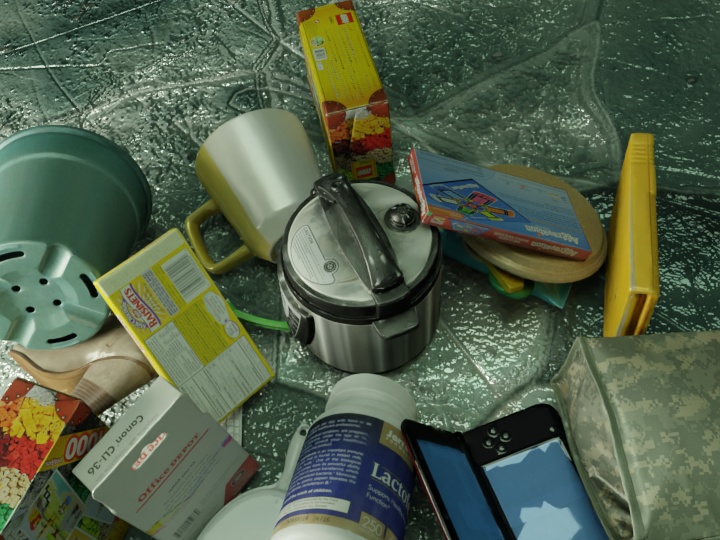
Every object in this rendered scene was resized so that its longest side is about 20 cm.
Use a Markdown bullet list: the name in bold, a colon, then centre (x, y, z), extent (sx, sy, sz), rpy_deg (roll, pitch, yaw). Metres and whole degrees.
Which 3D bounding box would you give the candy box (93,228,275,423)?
- **candy box**: centre (-0.183, 0.066, 0.829), extent (0.102, 0.200, 0.026), rpy_deg (-38, 18, -24)

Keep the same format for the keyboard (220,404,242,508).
- **keyboard**: centre (-0.158, 0.170, 0.861), extent (0.056, 0.011, 0.200), rpy_deg (-7, 56, 3)

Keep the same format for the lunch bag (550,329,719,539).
- **lunch bag**: centre (0.293, 0.166, 0.734), extent (0.164, 0.118, 0.200), rpy_deg (-3, 53, -8)

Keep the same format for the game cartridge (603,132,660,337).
- **game cartridge**: centre (0.288, -0.015, 0.829), extent (0.032, 0.176, 0.200), rpy_deg (7, 58, 12)

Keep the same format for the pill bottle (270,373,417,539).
- **pill bottle**: centre (-0.007, 0.201, 0.738), extent (0.115, 0.116, 0.200), rpy_deg (6, 40, 11)

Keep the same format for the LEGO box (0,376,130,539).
- **LEGO box**: centre (-0.292, 0.216, 0.732), extent (0.077, 0.200, 0.149), rpy_deg (14, 60, 16)

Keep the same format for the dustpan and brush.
- **dustpan and brush**: centre (-0.084, 0.244, 0.784), extent (0.139, 0.057, 0.200), rpy_deg (16, 65, 3)

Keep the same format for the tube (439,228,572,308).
- **tube**: centre (0.159, -0.021, 0.932), extent (0.200, 0.050, 0.078), rpy_deg (24, 60, 15)

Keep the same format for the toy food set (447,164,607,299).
- **toy food set**: centre (0.191, -0.055, 0.910), extent (0.198, 0.049, 0.200), rpy_deg (-11, 52, -26)

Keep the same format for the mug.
- **mug**: centre (-0.114, -0.081, 0.971), extent (0.149, 0.187, 0.153), rpy_deg (-9, 58, -39)

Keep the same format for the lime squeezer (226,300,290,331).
- **lime squeezer**: centre (-0.181, 0.076, 0.914), extent (0.200, 0.038, 0.071), rpy_deg (-20, 74, -4)

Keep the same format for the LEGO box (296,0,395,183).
- **LEGO box**: centre (-0.019, -0.226, 1.017), extent (0.077, 0.149, 0.200), rpy_deg (-14, 56, -3)

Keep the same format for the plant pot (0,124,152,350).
- **plant pot**: centre (-0.346, -0.030, 0.873), extent (0.200, 0.200, 0.196), rpy_deg (-10, 38, 0)

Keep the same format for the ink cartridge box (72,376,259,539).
- **ink cartridge box**: centre (-0.184, 0.181, 0.733), extent (0.067, 0.200, 0.117), rpy_deg (30, 69, 28)

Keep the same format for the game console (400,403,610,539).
- **game console**: centre (0.152, 0.216, 0.727), extent (0.172, 0.119, 0.200), rpy_deg (-20, 57, -6)

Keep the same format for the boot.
- **boot**: centre (-0.297, 0.084, 0.893), extent (0.200, 0.070, 0.146), rpy_deg (22, 60, 34)

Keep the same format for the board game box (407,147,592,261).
- **board game box**: centre (0.150, -0.070, 0.840), extent (0.200, 0.019, 0.103), rpy_deg (12, 43, -20)

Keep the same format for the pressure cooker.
- **pressure cooker**: centre (0.002, -0.002, 0.842), extent (0.176, 0.200, 0.179), rpy_deg (19, 60, 15)
